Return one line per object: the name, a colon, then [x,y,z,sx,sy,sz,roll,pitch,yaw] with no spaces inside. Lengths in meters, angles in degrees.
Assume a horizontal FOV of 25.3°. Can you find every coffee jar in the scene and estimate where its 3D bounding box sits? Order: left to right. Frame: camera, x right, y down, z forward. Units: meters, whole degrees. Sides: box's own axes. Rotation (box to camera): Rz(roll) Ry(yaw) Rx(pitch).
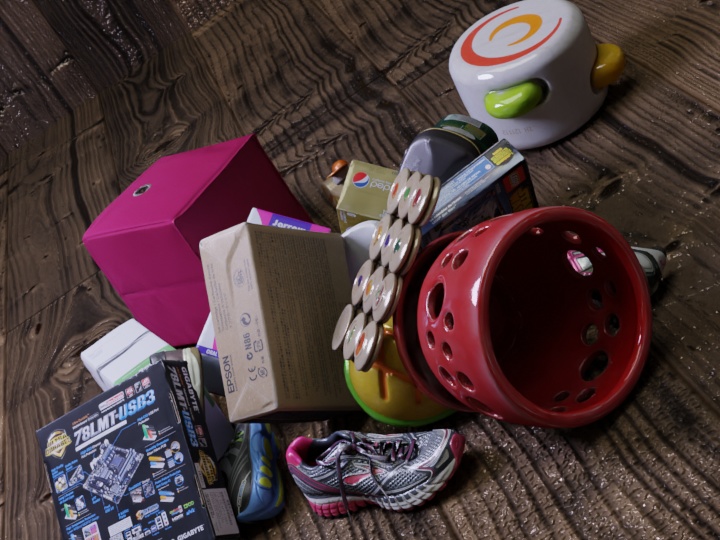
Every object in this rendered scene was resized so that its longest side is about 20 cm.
coffee jar: [0.096,-0.110,1.764,0.200,0.085,0.105,-43,-26,-73]

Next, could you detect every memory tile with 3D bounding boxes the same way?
memory tile: [0.023,-0.004,1.570,0.153,0.017,0.201,-142,72,-77]

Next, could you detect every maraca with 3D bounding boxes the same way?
maraca: [0.077,0.076,1.631,0.200,0.137,0.107,-33,-15,-6]

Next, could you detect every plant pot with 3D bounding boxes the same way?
plant pot: [0.145,0.045,1.505,0.200,0.201,0.182,-44,17,-22]

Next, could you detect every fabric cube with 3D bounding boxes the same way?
fabric cube: [-0.206,-0.037,2.128,0.199,0.200,0.196,-9,33,46]

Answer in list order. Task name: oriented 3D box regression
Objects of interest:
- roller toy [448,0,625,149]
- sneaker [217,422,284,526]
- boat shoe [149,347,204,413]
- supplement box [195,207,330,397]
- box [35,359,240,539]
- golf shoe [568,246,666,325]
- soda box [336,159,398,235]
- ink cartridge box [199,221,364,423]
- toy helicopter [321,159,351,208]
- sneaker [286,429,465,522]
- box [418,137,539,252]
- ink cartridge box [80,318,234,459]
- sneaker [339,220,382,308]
roller toy: [0.219,-0.248,2.047,0.200,0.140,0.182,-38,34,-15]
sneaker: [-0.129,0.204,1.715,0.083,0.071,0.200,-25,27,7]
boat shoe: [-0.199,0.183,1.724,0.066,0.202,0.072,-1,-11,-3]
supplement box: [-0.109,0.044,1.850,0.101,0.103,0.200,15,60,8]
box: [-0.237,0.222,1.675,0.200,0.199,0.050,-30,-22,28]
golf shoe: [0.223,0.004,1.642,0.200,0.073,0.092,8,40,45]
soda box: [0.019,-0.056,1.870,0.068,0.200,0.064,15,73,9]
ink cartridge box: [-0.077,0.058,1.700,0.075,0.201,0.165,-20,-16,34]
toy helicopter: [-0.010,-0.093,2.060,0.079,0.132,0.200,-39,23,-10]
sneaker: [0.012,0.188,1.551,0.200,0.075,0.081,-18,28,34]
box: [0.127,-0.035,1.693,0.137,0.200,0.040,-36,57,-8]
ink cartridge box: [-0.234,0.151,1.864,0.084,0.146,0.200,-36,23,-13]
sneaker: [0.000,0.000,1.840,0.089,0.075,0.200,-51,-9,-43]
